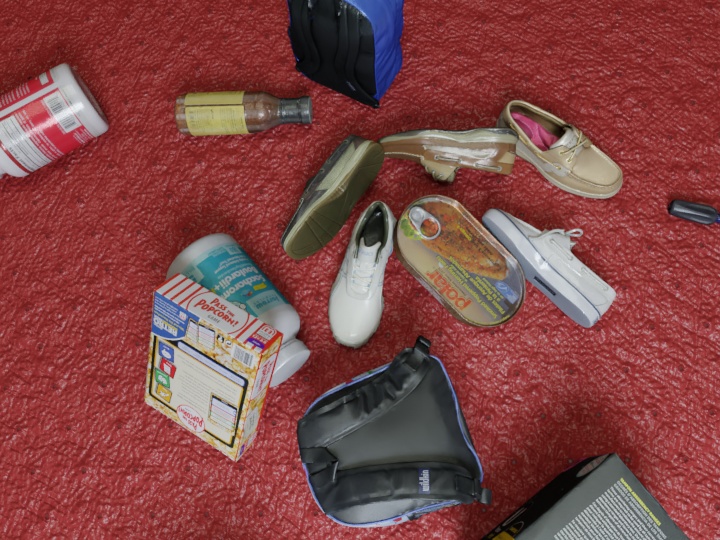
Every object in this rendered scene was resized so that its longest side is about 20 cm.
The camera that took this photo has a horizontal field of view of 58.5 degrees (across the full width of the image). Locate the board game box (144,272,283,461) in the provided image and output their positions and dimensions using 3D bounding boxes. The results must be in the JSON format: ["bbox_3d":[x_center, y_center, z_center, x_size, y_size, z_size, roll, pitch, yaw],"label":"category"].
[{"bbox_3d":[-0.185,0.122,0.780,0.151,0.200,0.046,29,38,12],"label":"board game box"}]

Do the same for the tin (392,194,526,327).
[{"bbox_3d":[0.128,-0.010,0.850,0.200,0.042,0.112,46,71,-1],"label":"tin"}]

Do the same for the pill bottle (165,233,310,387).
[{"bbox_3d":[-0.154,0.054,0.839,0.111,0.111,0.200,-41,73,-9],"label":"pill bottle"}]

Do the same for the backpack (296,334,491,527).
[{"bbox_3d":[0.026,0.205,0.754,0.190,0.154,0.200,-15,65,-9],"label":"backpack"}]

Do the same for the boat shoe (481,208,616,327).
[{"bbox_3d":[0.257,-0.025,0.853,0.086,0.075,0.202,-43,76,-9],"label":"boat shoe"}]

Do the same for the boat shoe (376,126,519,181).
[{"bbox_3d":[0.121,-0.162,0.909,0.200,0.076,0.074,2,99,17],"label":"boat shoe"}]

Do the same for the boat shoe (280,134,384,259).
[{"bbox_3d":[-0.047,-0.106,0.910,0.066,0.072,0.201,37,87,36],"label":"boat shoe"}]

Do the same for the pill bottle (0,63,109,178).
[{"bbox_3d":[-0.490,-0.211,0.953,0.200,0.112,0.112,-31,72,-6],"label":"pill bottle"}]

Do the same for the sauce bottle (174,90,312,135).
[{"bbox_3d":[-0.173,-0.235,0.962,0.200,0.066,0.066,1,72,4],"label":"sauce bottle"}]

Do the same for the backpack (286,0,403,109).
[{"bbox_3d":[-0.017,-0.368,0.923,0.162,0.200,0.168,22,75,12],"label":"backpack"}]

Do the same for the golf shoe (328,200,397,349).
[{"bbox_3d":[0.000,0.000,0.853,0.078,0.097,0.200,10,74,6],"label":"golf shoe"}]

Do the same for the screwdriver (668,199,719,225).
[{"bbox_3d":[0.520,-0.060,0.873,0.200,0.029,0.028,18,73,6],"label":"screwdriver"}]

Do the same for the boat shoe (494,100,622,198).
[{"bbox_3d":[0.279,-0.172,0.902,0.200,0.069,0.074,33,77,14],"label":"boat shoe"}]

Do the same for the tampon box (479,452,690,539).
[{"bbox_3d":[0.227,0.311,0.702,0.200,0.150,0.126,-36,73,-8],"label":"tampon box"}]
